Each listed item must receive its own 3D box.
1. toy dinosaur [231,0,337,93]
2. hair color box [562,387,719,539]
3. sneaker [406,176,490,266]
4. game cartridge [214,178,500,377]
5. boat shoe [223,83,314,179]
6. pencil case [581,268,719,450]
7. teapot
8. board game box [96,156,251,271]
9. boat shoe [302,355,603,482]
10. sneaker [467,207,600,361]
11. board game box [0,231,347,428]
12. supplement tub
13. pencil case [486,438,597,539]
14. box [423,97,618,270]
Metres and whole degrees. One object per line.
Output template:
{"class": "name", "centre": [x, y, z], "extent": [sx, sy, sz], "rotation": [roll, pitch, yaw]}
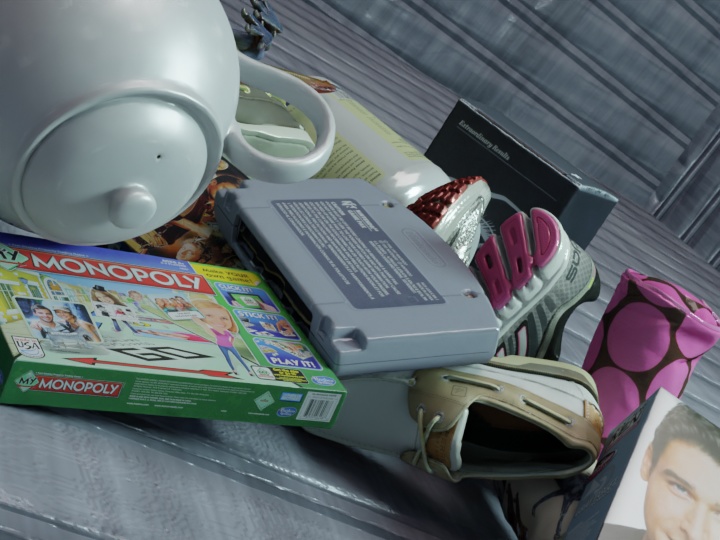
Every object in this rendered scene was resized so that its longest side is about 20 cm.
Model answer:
{"class": "toy dinosaur", "centre": [-0.146, -0.145, 1.109], "extent": [0.200, 0.181, 0.105], "rotation": [46, 21, -29]}
{"class": "hair color box", "centre": [0.168, 0.173, 0.793], "extent": [0.099, 0.061, 0.200], "rotation": [35, 47, 0]}
{"class": "sneaker", "centre": [0.049, 0.015, 1.050], "extent": [0.082, 0.201, 0.078], "rotation": [37, -22, -22]}
{"class": "game cartridge", "centre": [0.000, 0.000, 0.901], "extent": [0.132, 0.041, 0.200], "rotation": [-6, 34, -26]}
{"class": "boat shoe", "centre": [-0.119, -0.115, 1.060], "extent": [0.201, 0.072, 0.060], "rotation": [9, 45, -50]}
{"class": "pencil case", "centre": [0.197, 0.105, 1.013], "extent": [0.093, 0.201, 0.091], "rotation": [18, 12, -13]}
{"class": "teapot", "centre": [-0.143, -0.084, 0.779], "extent": [0.197, 0.200, 0.146], "rotation": [40, 17, -56]}
{"class": "board game box", "centre": [-0.093, -0.007, 0.947], "extent": [0.200, 0.035, 0.135], "rotation": [39, 38, 18]}
{"class": "boat shoe", "centre": [0.054, 0.090, 0.871], "extent": [0.199, 0.075, 0.069], "rotation": [1, 30, 1]}
{"class": "sneaker", "centre": [0.089, 0.049, 0.950], "extent": [0.087, 0.200, 0.074], "rotation": [24, 27, -36]}
{"class": "board game box", "centre": [-0.121, 0.033, 0.781], "extent": [0.199, 0.029, 0.135], "rotation": [9, 27, -35]}
{"class": "supplement tub", "centre": [-0.010, -0.057, 1.186], "extent": [0.200, 0.145, 0.145], "rotation": [42, 15, 27]}
{"class": "pencil case", "centre": [0.122, 0.146, 0.934], "extent": [0.077, 0.090, 0.200], "rotation": [-2, 29, -14]}
{"class": "box", "centre": [0.110, -0.030, 1.258], "extent": [0.148, 0.200, 0.104], "rotation": [41, 15, 26]}
